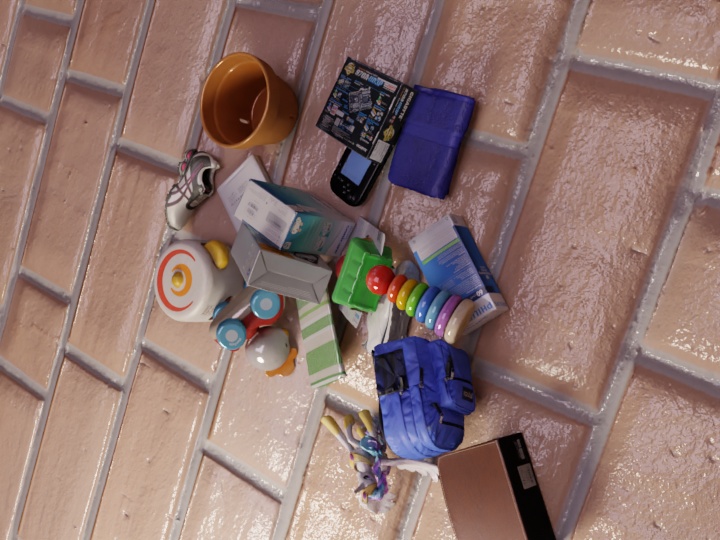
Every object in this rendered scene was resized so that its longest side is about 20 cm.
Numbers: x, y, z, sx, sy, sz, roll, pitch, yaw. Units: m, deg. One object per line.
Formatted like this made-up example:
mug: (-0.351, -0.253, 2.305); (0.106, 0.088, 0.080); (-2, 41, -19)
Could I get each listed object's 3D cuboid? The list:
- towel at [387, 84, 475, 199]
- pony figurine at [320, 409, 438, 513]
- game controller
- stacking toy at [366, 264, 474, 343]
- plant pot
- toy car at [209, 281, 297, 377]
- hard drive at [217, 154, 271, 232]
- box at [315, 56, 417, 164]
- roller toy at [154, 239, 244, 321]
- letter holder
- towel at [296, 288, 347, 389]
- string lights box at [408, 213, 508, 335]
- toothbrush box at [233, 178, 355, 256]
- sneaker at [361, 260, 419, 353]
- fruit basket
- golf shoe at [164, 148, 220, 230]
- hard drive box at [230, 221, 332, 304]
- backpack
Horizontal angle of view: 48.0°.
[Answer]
towel: (0.137, -0.246, 1.550); (0.147, 0.049, 0.201); (25, 102, 40)
pony figurine: (0.028, 0.362, 1.517); (0.167, 0.193, 0.201); (-45, 45, 20)
game controller: (0.008, -0.231, 1.636); (0.104, 0.042, 0.201); (38, 107, 30)
stacking toy: (0.098, 0.048, 1.435); (0.199, 0.085, 0.086); (29, 103, 17)
plant pot: (-0.228, -0.353, 1.746); (0.199, 0.140, 0.202); (-3, 85, 34)
toy car: (-0.199, 0.134, 1.713); (0.177, 0.184, 0.200); (-42, 107, -3)
hard drive: (-0.237, -0.140, 1.807); (0.132, 0.026, 0.201); (-39, 67, 26)
box: (0.007, -0.321, 1.608); (0.200, 0.046, 0.160); (39, 107, 46)
roller toy: (-0.366, 0.023, 1.816); (0.199, 0.139, 0.184); (2, 89, 34)
letter holder: (0.232, 0.403, 1.410); (0.142, 0.100, 0.201); (-25, 73, 33)
towel: (-0.082, 0.132, 1.650); (0.152, 0.023, 0.201); (-33, 65, 59)
string lights box: (0.179, 0.008, 1.494); (0.103, 0.059, 0.201); (-34, 69, 28)
toothbrush box: (-0.130, -0.104, 1.627); (0.146, 0.200, 0.086); (35, 107, 29)
sneaker: (0.054, 0.073, 1.571); (0.080, 0.076, 0.201); (22, 98, 43)
fruit basket: (0.000, 0.000, 1.581); (0.200, 0.093, 0.186); (-131, 59, -75)
golf shoe: (-0.396, -0.181, 1.892); (0.088, 0.077, 0.201); (25, 101, 25)
hard drive box: (-0.163, -0.018, 1.622); (0.077, 0.155, 0.200); (-68, 25, 11)
backpack: (0.115, 0.229, 1.441); (0.167, 0.162, 0.201); (-18, 64, 33)
